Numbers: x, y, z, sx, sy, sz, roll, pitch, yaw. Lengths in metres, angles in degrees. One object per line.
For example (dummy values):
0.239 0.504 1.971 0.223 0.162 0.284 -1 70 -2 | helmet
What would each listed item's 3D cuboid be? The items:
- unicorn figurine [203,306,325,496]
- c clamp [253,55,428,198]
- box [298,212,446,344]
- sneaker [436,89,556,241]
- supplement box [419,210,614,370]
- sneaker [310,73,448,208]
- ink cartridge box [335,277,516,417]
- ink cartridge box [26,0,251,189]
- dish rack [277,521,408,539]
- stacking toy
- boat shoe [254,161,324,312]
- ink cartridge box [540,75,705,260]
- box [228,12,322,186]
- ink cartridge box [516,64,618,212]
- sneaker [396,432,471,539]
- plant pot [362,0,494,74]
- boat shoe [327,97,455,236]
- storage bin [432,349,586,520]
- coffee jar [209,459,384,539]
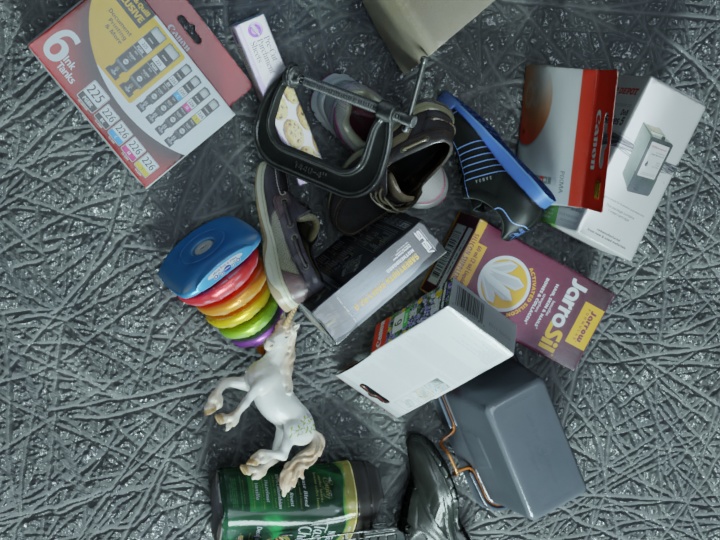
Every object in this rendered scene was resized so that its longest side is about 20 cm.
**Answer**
-0.103 0.145 1.639 0.137 0.074 0.201 -36 120 -21 | unicorn figurine
-0.027 -0.172 1.592 0.199 0.027 0.172 17 105 24 | c clamp
0.000 0.000 1.627 0.158 0.200 0.048 -41 103 -5 | box
0.137 -0.123 1.675 0.078 0.070 0.200 -46 63 14 | sneaker
0.188 0.024 1.737 0.199 0.086 0.111 27 92 -16 | supplement box
0.027 -0.143 1.670 0.200 0.088 0.081 41 88 -17 | sneaker
0.076 0.095 1.703 0.109 0.051 0.200 36 133 -24 | ink cartridge box
-0.237 -0.225 1.593 0.175 0.084 0.200 -41 105 -5 | ink cartridge box
-0.040 0.354 1.702 0.199 0.154 0.055 -6 60 -6 | dish rack
-0.132 0.047 1.666 0.116 0.110 0.200 -38 120 -12 | stacking toy
-0.076 -0.045 1.616 0.064 0.201 0.072 -18 140 11 | boat shoe
0.306 -0.127 1.712 0.084 0.145 0.201 25 92 -15 | ink cartridge box
-0.093 -0.195 1.657 0.041 0.039 0.201 -23 104 -9 | box
0.232 -0.153 1.660 0.050 0.200 0.163 4 97 -10 | ink cartridge box
0.080 0.298 1.765 0.090 0.076 0.201 -16 99 -2 | sneaker
0.082 -0.360 1.604 0.200 0.200 0.177 -40 95 -5 | plant pot
0.031 -0.104 1.607 0.074 0.074 0.200 23 126 -28 | boat shoe
0.179 0.204 1.736 0.145 0.134 0.201 -26 103 -12 | storage bin
-0.074 0.277 1.702 0.199 0.105 0.086 -2 55 -13 | coffee jar
